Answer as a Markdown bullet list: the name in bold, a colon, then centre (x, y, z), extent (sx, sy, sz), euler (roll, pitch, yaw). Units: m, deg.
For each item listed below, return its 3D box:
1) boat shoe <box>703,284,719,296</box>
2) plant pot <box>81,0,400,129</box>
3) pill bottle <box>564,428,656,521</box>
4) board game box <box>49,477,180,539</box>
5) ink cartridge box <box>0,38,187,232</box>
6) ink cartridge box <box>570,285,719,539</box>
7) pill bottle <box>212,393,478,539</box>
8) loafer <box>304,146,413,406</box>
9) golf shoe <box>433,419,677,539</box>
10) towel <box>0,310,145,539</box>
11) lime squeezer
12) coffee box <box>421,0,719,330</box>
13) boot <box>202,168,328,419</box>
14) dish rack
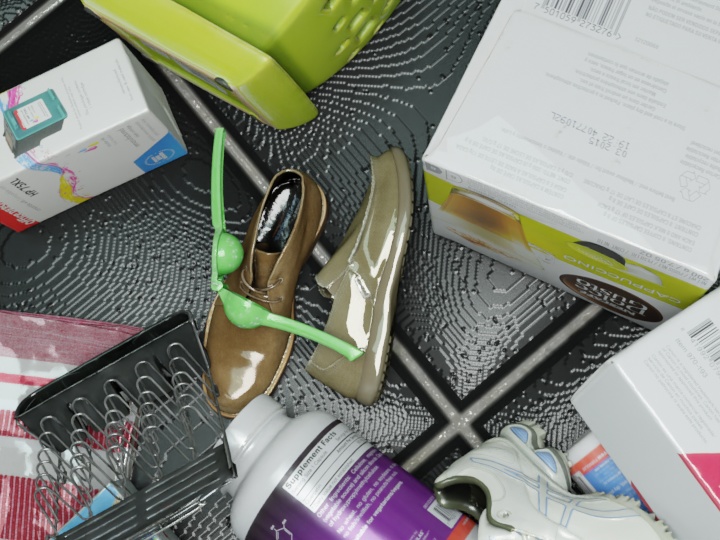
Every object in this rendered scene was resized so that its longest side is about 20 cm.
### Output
- **boat shoe**: centre (0.331, 0.069, 0.815), extent (0.200, 0.073, 0.065), euler (37, 74, 8)
- **plant pot**: centre (-0.088, -0.228, 0.853), extent (0.198, 0.200, 0.182), euler (30, 90, 10)
- **pill bottle**: centre (0.245, 0.172, 0.778), extent (0.112, 0.112, 0.200), euler (-41, 78, -2)
- **board game box**: centre (-0.165, 0.276, 0.817), extent (0.147, 0.064, 0.200), euler (-43, 85, -4)
- **ink cartridge box**: centre (-0.250, -0.094, 0.882), extent (0.199, 0.116, 0.068), euler (-25, 78, 2)
- **ink cartridge box**: centre (0.261, 0.079, 0.713), extent (0.199, 0.083, 0.146), euler (-29, 73, -20)
- **pill bottle**: centre (-0.014, 0.179, 0.805), extent (0.200, 0.112, 0.113), euler (35, 85, 12)
- **loafer**: centre (0.000, 0.000, 0.856), extent (0.067, 0.076, 0.201), euler (8, 80, 2)
- **golf shoe**: centre (0.126, 0.178, 0.729), extent (0.097, 0.200, 0.079), euler (-17, 117, -26)
- **towel**: centre (-0.248, 0.136, 0.886), extent (0.143, 0.023, 0.201), euler (6, 80, 8)
- **lime squeezer**: centre (-0.081, -0.005, 0.814), extent (0.070, 0.038, 0.201), euler (-35, 79, 19)
- **coffee box**: centre (0.177, -0.096, 0.791), extent (0.199, 0.198, 0.201), euler (25, 80, 11)
- **boot**: centre (-0.080, 0.016, 0.864), extent (0.073, 0.075, 0.201), euler (16, 83, 7)
- **dish rack**: centre (-0.164, 0.120, 0.781), extent (0.153, 0.200, 0.055), euler (-30, 116, 0)
